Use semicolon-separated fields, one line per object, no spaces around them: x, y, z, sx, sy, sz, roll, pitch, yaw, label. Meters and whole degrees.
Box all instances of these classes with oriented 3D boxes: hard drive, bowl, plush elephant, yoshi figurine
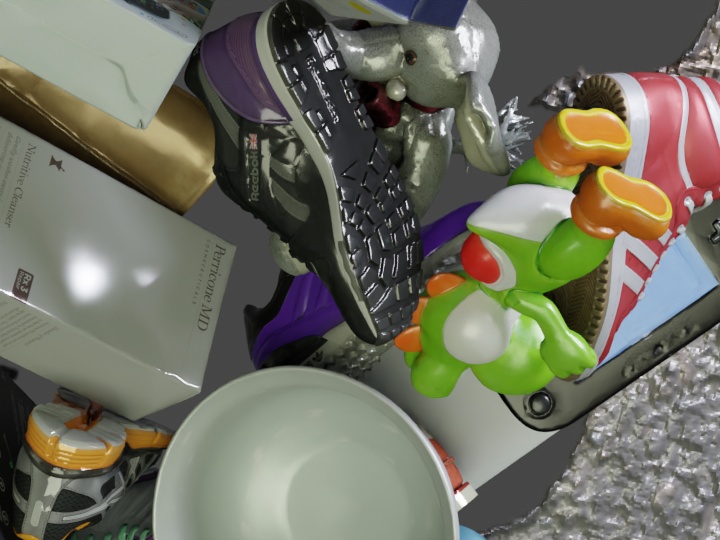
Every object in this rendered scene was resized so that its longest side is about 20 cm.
0.060;0.076;1.500;0.200;0.027;0.132;-37;105;14;hard drive
-0.021;0.155;1.410;0.201;0.090;0.201;1;93;21;bowl
0.020;-0.110;1.356;0.200;0.165;0.155;-8;148;-13;plush elephant
0.106;0.004;1.339;0.112;0.112;0.200;39;124;1;yoshi figurine

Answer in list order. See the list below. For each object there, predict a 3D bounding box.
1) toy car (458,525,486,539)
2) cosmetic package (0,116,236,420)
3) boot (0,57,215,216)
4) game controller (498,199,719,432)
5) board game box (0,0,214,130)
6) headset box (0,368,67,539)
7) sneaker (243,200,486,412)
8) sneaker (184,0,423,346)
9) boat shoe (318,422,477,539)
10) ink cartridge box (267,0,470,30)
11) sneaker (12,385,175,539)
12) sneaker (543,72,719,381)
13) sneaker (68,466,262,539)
-0.008;0.285;1.527;0.200;0.184;0.177;-6;122;37;toy car
-0.184;-0.002;1.389;0.200;0.113;0.081;26;148;-28;cosmetic package
-0.204;-0.082;1.432;0.200;0.066;0.175;36;122;-18;boot
0.163;0.013;1.443;0.200;0.042;0.104;-35;104;0;game controller
-0.163;-0.167;1.326;0.148;0.200;0.064;29;109;-8;board game box
-0.254;0.148;1.428;0.093;0.174;0.200;-17;150;8;headset box
0.000;0.000;1.437;0.200;0.070;0.100;-38;65;21;sneaker
-0.033;-0.049;1.295;0.088;0.076;0.200;-16;98;36;sneaker
-0.014;0.177;1.492;0.200;0.071;0.063;-39;87;24;boat shoe
0.026;-0.235;1.265;0.047;0.200;0.198;26;85;-29;ink cartridge box
-0.176;0.122;1.438;0.078;0.200;0.077;21;95;11;sneaker
0.173;-0.027;1.394;0.112;0.071;0.200;-9;121;-34;sneaker
-0.153;0.175;1.513;0.200;0.088;0.074;-25;107;11;sneaker
